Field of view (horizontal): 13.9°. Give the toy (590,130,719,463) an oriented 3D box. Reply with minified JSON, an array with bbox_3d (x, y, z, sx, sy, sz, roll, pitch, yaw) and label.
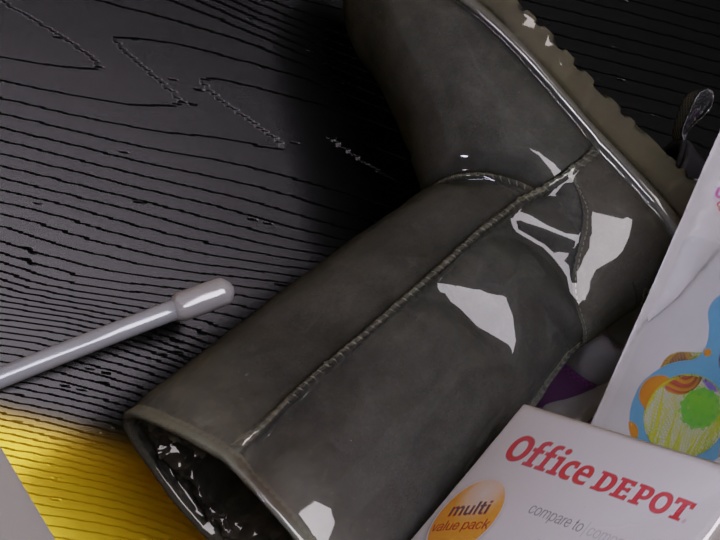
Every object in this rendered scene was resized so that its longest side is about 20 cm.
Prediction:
[{"bbox_3d":[0.130,0.043,0.988,0.115,0.047,0.200,20,103,-18],"label":"toy"}]

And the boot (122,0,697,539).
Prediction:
[{"bbox_3d":[-0.001,-0.002,0.984,0.200,0.073,0.182,-40,67,-18],"label":"boot"}]

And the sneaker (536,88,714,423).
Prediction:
[{"bbox_3d":[0.146,0.001,1.068,0.200,0.078,0.140,-7,82,-23],"label":"sneaker"}]

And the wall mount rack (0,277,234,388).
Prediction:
[{"bbox_3d":[-0.100,0.087,0.957,0.174,0.075,0.200,-18,86,-48],"label":"wall mount rack"}]

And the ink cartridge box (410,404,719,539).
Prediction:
[{"bbox_3d":[0.071,0.142,0.891,0.200,0.129,0.125,-50,117,-14],"label":"ink cartridge box"}]

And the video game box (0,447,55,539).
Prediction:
[{"bbox_3d":[-0.213,0.045,0.872,0.200,0.182,0.047,60,21,2],"label":"video game box"}]
